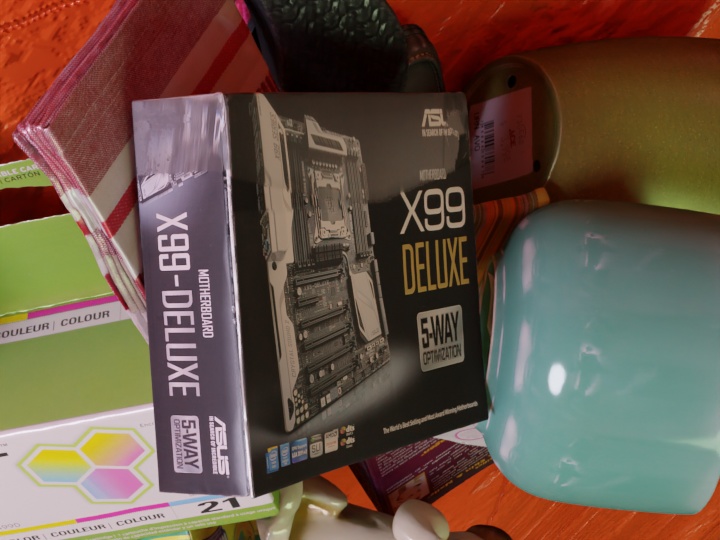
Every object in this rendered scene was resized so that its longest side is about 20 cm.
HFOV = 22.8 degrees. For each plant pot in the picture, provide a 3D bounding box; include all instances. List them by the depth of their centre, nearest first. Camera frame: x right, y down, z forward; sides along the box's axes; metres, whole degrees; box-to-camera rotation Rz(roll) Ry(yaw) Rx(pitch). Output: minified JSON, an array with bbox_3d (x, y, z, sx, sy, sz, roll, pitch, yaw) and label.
[{"bbox_3d":[0.151,-0.057,1.026,0.199,0.188,0.187,9,131,-38],"label":"plant pot"}]

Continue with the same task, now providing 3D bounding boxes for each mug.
[{"bbox_3d":[0.115,0.048,0.906,0.114,0.153,0.185,6,153,-2],"label":"mug"}]

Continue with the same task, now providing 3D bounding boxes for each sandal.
[{"bbox_3d":[-0.028,-0.125,0.826,0.075,0.045,0.200,-36,141,-13],"label":"sandal"}]

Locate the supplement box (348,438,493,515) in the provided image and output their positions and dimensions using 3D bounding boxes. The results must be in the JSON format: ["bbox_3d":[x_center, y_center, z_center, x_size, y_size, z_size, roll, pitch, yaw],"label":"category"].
[{"bbox_3d":[0.032,0.080,1.180,0.110,0.086,0.200,-33,154,-8],"label":"supplement box"}]

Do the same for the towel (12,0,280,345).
[{"bbox_3d":[-0.064,-0.027,0.769,0.200,0.023,0.144,64,38,-34],"label":"towel"}]

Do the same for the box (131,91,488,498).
[{"bbox_3d":[-0.015,0.002,0.777,0.050,0.159,0.200,-1,-177,32],"label":"box"}]

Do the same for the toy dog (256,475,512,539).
[{"bbox_3d":[0.014,0.213,1.156,0.199,0.140,0.194,15,167,-13],"label":"toy dog"}]

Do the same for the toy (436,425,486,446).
[{"bbox_3d":[0.058,0.056,1.034,0.199,0.047,0.115,9,150,-37],"label":"toy"}]

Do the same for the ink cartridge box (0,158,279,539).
[{"bbox_3d":[-0.133,0.042,0.817,0.147,0.076,0.200,-11,141,9],"label":"ink cartridge box"}]

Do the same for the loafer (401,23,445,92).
[{"bbox_3d":[0.025,-0.052,0.966,0.073,0.072,0.200,-28,152,-15],"label":"loafer"}]

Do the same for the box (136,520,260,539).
[{"bbox_3d":[-0.135,0.167,0.955,0.199,0.049,0.117,-15,176,12],"label":"box"}]

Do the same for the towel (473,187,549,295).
[{"bbox_3d":[0.000,0.000,0.907,0.199,0.018,0.086,-10,145,-28],"label":"towel"}]
